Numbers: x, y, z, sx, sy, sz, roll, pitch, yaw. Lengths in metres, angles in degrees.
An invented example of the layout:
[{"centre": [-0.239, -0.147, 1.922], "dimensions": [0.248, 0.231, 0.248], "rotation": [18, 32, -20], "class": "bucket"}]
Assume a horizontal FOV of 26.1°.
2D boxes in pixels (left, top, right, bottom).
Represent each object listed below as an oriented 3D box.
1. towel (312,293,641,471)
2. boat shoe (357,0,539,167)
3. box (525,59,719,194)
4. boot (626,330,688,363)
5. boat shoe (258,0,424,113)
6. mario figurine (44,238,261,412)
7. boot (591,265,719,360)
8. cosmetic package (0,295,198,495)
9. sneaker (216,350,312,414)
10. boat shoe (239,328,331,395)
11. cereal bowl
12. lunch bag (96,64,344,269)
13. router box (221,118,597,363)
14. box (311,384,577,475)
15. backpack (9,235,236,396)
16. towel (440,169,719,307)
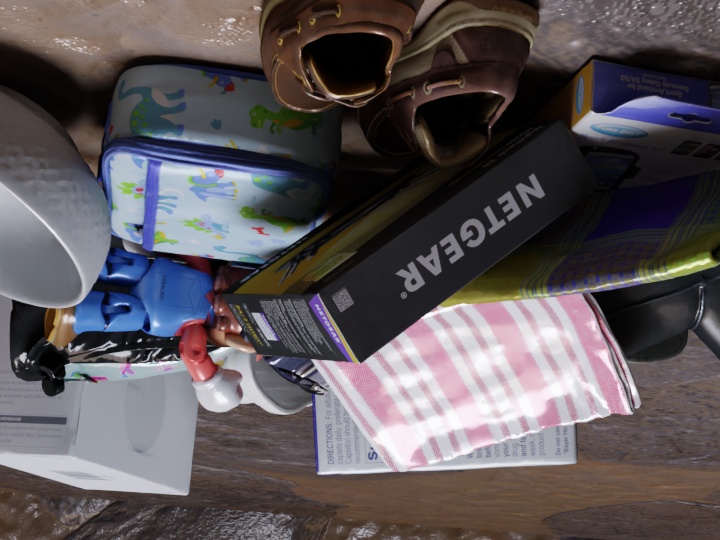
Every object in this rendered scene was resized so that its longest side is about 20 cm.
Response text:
[{"centre": [0.077, 0.071, 1.072], "dimensions": [0.200, 0.030, 0.146], "rotation": [-19, 128, 19], "class": "towel"}, {"centre": [0.047, -0.096, 0.937], "dimensions": [0.072, 0.072, 0.200], "rotation": [11, 163, -20], "class": "boat shoe"}, {"centre": [0.174, -0.083, 1.010], "dimensions": [0.119, 0.041, 0.200], "rotation": [8, 161, -14], "class": "box"}, {"centre": [0.176, 0.048, 1.414], "dimensions": [0.203, 0.074, 0.154], "rotation": [5, 172, -22], "class": "boot"}, {"centre": [-0.016, -0.125, 0.864], "dimensions": [0.072, 0.068, 0.200], "rotation": [9, 163, -14], "class": "boat shoe"}, {"centre": [-0.138, 0.032, 1.179], "dimensions": [0.200, 0.124, 0.106], "rotation": [10, -165, -18], "class": "mario figurine"}, {"centre": [0.197, 0.053, 1.121], "dimensions": [0.200, 0.165, 0.066], "rotation": [-23, -163, -3], "class": "boot"}, {"centre": [-0.243, 0.090, 1.425], "dimensions": [0.123, 0.200, 0.199], "rotation": [0, 163, 24], "class": "cosmetic package"}, {"centre": [-0.106, 0.096, 1.405], "dimensions": [0.116, 0.074, 0.200], "rotation": [-2, 170, 18], "class": "sneaker"}, {"centre": [0.000, 0.000, 1.100], "dimensions": [0.075, 0.200, 0.093], "rotation": [40, -173, 31], "class": "boat shoe"}, {"centre": [-0.251, -0.066, 1.049], "dimensions": [0.200, 0.083, 0.200], "rotation": [23, 152, 13], "class": "cereal bowl"}, {"centre": [-0.101, -0.067, 1.068], "dimensions": [0.161, 0.082, 0.200], "rotation": [10, 162, -8], "class": "lunch bag"}, {"centre": [0.028, -0.018, 0.984], "dimensions": [0.200, 0.052, 0.157], "rotation": [-36, -166, -22], "class": "router box"}, {"centre": [0.063, 0.059, 1.207], "dimensions": [0.200, 0.184, 0.105], "rotation": [-3, -179, 4], "class": "box"}, {"centre": [-0.181, 0.014, 1.271], "dimensions": [0.200, 0.167, 0.127], "rotation": [-1, 180, -7], "class": "backpack"}, {"centre": [0.151, -0.023, 0.978], "dimensions": [0.200, 0.023, 0.144], "rotation": [-7, -159, 36], "class": "towel"}]
